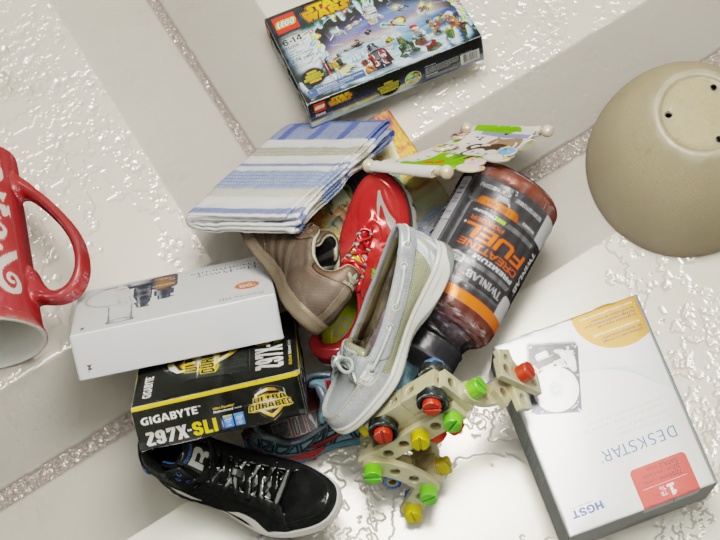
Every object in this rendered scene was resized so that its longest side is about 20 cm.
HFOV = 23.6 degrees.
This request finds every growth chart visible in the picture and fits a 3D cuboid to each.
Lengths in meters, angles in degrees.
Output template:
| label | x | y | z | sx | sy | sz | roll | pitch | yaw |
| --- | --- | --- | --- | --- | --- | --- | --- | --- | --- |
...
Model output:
| label | x | y | z | sx | sy | sz | roll | pitch | yaw |
| --- | --- | --- | --- | --- | --- | --- | --- | --- | --- |
| growth chart | 0.101 | -0.119 | 1.703 | 0.144 | 0.199 | 0.018 | 4 | 108 | 41 |

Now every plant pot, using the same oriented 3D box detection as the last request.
| label | x | y | z | sx | sy | sz | roll | pitch | yaw |
| --- | --- | --- | --- | --- | --- | --- | --- | --- | --- |
| plant pot | 0.333 | -0.130 | 1.737 | 0.198 | 0.135 | 0.202 | 0 | 71 | 1 |

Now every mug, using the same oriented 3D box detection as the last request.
| label | x | y | z | sx | sy | sz | roll | pitch | yaw |
| --- | --- | --- | --- | --- | --- | --- | --- | --- | --- |
| mug | -0.369 | -0.017 | 1.727 | 0.176 | 0.134 | 0.202 | -3 | 65 | -18 |

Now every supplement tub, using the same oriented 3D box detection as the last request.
| label | x | y | z | sx | sy | sz | roll | pitch | yaw |
| --- | --- | --- | --- | --- | --- | --- | --- | --- | --- |
| supplement tub | 0.105 | 0.002 | 1.675 | 0.106 | 0.107 | 0.201 | 27 | 75 | 10 |

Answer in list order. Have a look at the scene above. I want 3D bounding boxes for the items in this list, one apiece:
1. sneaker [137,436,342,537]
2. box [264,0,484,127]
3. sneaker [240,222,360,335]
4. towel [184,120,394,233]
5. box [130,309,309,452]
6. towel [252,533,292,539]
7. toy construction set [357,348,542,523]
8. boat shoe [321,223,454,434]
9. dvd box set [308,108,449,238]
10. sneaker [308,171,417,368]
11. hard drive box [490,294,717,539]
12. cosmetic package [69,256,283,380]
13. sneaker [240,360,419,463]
| label | x | y | z | sx | sy | sz | roll | pitch | yaw |
| --- | --- | --- | --- | --- | --- | --- | --- | --- | --- |
| sneaker | -0.123 | 0.195 | 1.615 | 0.198 | 0.112 | 0.074 | 9 | 72 | 25 |
| box | 0.014 | -0.244 | 1.815 | 0.198 | 0.040 | 0.138 | -22 | 54 | -7 |
| sneaker | -0.053 | -0.014 | 1.658 | 0.075 | 0.070 | 0.200 | -42 | 39 | 7 |
| towel | -0.069 | -0.094 | 1.716 | 0.146 | 0.024 | 0.200 | 2 | 34 | 35 |
| box | -0.132 | 0.101 | 1.635 | 0.158 | 0.200 | 0.050 | -11 | 105 | 0 |
| towel | -0.058 | 0.337 | 1.575 | 0.199 | 0.032 | 0.191 | 36 | 34 | 12 |
| toy construction set | 0.076 | 0.147 | 1.617 | 0.200 | 0.131 | 0.092 | -42 | 29 | 19 |
| boat shoe | 0.014 | 0.055 | 1.595 | 0.064 | 0.074 | 0.203 | 26 | 99 | -26 |
| dvd box set | 0.022 | -0.049 | 1.769 | 0.146 | 0.029 | 0.201 | -31 | 73 | -7 |
| sneaker | 0.000 | 0.000 | 1.684 | 0.076 | 0.085 | 0.202 | 15 | 91 | 18 |
| hard drive box | 0.234 | 0.148 | 1.672 | 0.155 | 0.077 | 0.201 | -20 | 72 | -5 |
| cosmetic package | -0.179 | 0.044 | 1.679 | 0.198 | 0.151 | 0.052 | -12 | 108 | -3 |
| sneaker | -0.020 | 0.134 | 1.671 | 0.199 | 0.096 | 0.080 | -24 | 72 | -7 |
